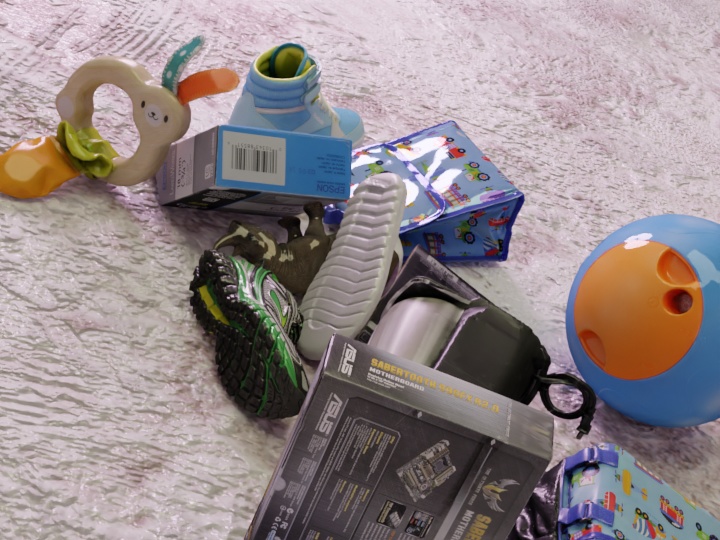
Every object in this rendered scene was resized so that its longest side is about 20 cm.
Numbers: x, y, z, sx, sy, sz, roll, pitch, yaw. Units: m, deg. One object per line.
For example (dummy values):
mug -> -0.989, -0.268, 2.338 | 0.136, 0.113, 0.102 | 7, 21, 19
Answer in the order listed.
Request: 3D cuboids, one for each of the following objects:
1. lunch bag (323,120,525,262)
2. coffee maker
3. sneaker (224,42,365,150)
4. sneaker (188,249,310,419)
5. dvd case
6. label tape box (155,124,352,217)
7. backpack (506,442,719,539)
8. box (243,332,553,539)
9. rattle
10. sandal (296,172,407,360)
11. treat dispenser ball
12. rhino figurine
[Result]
lunch bag -> 0.046, -0.072, 1.473 | 0.200, 0.094, 0.151 | -11, 43, -28
coffee maker -> 0.069, 0.118, 1.069 | 0.192, 0.135, 0.200 | 9, 35, 19
sneaker -> -0.054, -0.190, 1.531 | 0.200, 0.131, 0.080 | -12, 42, -46
sneaker -> -0.077, 0.049, 1.166 | 0.085, 0.078, 0.200 | 9, 32, -29
dvd case -> 0.084, 0.063, 1.288 | 0.149, 0.016, 0.200 | 39, 28, -2
label tape box -> -0.118, -0.091, 1.362 | 0.144, 0.063, 0.200 | 4, -7, -30
backpack -> 0.167, 0.244, 0.929 | 0.183, 0.135, 0.200 | 39, 33, -11
box -> 0.019, 0.155, 0.929 | 0.158, 0.200, 0.048 | 20, 32, -4
rattle -> -0.228, -0.143, 1.264 | 0.200, 0.131, 0.143 | -11, -6, 38
sandal -> 0.006, 0.000, 1.256 | 0.050, 0.082, 0.203 | 46, 56, -38
treat dispenser ball -> 0.294, 0.047, 1.303 | 0.200, 0.201, 0.201 | 17, 29, -10
rhino figurine -> -0.048, -0.016, 1.306 | 0.200, 0.060, 0.088 | 2, 65, -31
